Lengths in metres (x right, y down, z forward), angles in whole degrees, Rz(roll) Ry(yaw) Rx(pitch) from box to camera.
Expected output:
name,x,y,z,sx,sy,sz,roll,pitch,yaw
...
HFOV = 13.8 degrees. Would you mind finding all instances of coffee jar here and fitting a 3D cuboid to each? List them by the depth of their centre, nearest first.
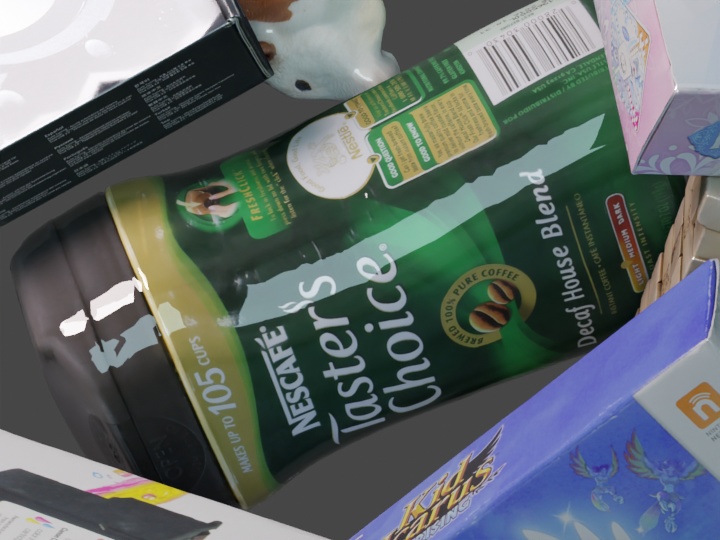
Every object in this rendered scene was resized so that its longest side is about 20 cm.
name,x,y,z,sx,sy,sz,roll,pitch,yaw
coffee jar,0.000,0.000,0.895,0.199,0.085,0.104,-24,132,-1

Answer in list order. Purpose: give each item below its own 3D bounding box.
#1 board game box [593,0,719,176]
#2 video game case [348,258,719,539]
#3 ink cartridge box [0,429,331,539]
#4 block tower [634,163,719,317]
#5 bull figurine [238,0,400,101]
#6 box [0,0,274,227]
name,x,y,z,sx,sy,sz,roll,pitch,yaw
board game box,0.158,-0.116,0.863,0.199,0.043,0.200,1,55,-15
video game case,0.090,0.120,0.852,0.181,0.045,0.200,42,119,-15
ink cartridge box,-0.093,0.133,0.838,0.199,0.083,0.146,16,114,25
block tower,0.096,0.055,0.872,0.058,0.054,0.201,15,122,-2
bull figurine,-0.010,-0.152,0.906,0.121,0.065,0.201,-21,83,26
box,-0.148,-0.081,0.890,0.199,0.044,0.161,-28,66,2
